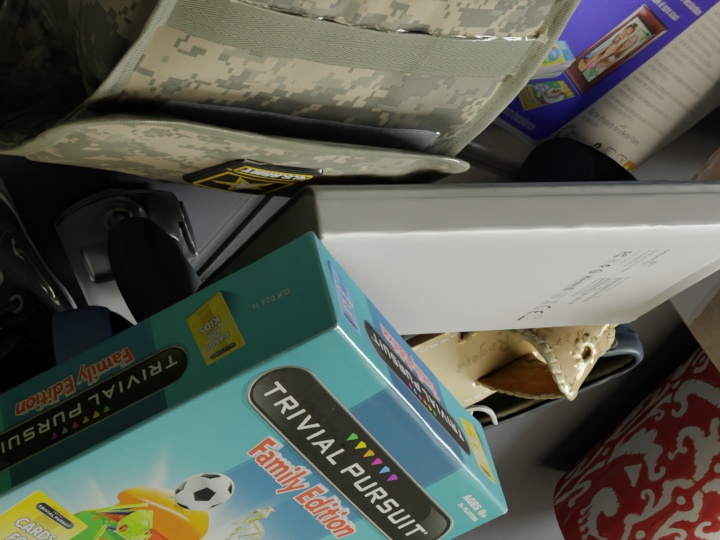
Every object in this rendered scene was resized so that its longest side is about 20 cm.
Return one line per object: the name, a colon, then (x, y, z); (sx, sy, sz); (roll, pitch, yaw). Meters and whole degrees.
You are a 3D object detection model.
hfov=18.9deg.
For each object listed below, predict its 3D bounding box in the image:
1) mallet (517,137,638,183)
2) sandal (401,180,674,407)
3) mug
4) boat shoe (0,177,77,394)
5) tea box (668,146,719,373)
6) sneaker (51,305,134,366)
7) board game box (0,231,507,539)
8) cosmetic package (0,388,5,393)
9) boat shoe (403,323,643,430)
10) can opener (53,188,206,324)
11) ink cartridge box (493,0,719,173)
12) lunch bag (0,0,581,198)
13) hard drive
mallet: (0.030, 0.002, 0.952); (0.199, 0.041, 0.066); (-26, 153, 15)
sandal: (0.076, 0.041, 1.006); (0.211, 0.070, 0.078); (-28, 131, 4)
mug: (0.230, 0.109, 1.247); (0.200, 0.134, 0.177); (-43, 144, 24)
boat shoe: (-0.154, 0.014, 0.854); (0.070, 0.066, 0.200); (-29, 148, -4)
tea box: (0.270, -0.026, 0.967); (0.196, 0.134, 0.200); (3, 134, -45)
sneaker: (-0.064, 0.070, 0.892); (0.078, 0.070, 0.200); (-17, 146, 5)
board game box: (-0.066, 0.084, 0.816); (0.199, 0.047, 0.151); (-27, 140, 13)
cosmetic package: (-0.130, 0.129, 0.993); (0.085, 0.108, 0.200); (-41, 148, 13)
boat shoe: (0.047, 0.065, 1.094); (0.199, 0.062, 0.075); (-23, 150, -12)
can opener: (-0.082, 0.044, 0.942); (0.053, 0.067, 0.200); (-14, 135, 2)
ink cartridge box: (0.138, -0.124, 0.903); (0.200, 0.043, 0.198); (-37, 156, 15)
lunch bag: (-0.026, -0.097, 0.758); (0.163, 0.118, 0.200); (6, 135, -32)
hard drive: (0.049, -0.003, 0.860); (0.199, 0.026, 0.132); (-1, 162, -25)
